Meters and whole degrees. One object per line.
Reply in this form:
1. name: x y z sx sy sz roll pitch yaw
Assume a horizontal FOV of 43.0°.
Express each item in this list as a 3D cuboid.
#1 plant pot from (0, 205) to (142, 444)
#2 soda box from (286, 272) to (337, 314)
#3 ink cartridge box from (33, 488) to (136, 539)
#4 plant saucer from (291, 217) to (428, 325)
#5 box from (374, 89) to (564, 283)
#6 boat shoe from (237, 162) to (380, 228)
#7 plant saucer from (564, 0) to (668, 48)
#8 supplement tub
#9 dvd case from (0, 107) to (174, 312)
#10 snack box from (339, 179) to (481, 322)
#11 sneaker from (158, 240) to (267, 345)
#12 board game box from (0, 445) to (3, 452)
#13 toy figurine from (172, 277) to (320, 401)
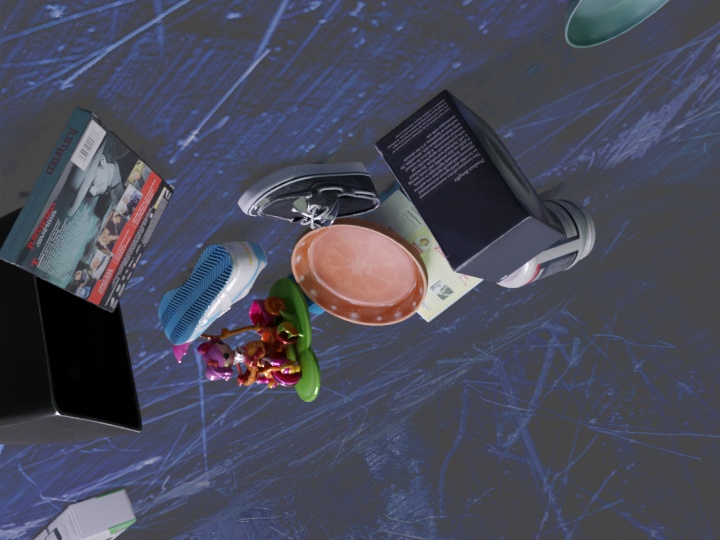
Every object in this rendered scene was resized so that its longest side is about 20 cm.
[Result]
1. plant pot: -0.351 0.079 0.908 0.177 0.200 0.200 -17 164 3
2. soda box: -0.010 -0.014 1.405 0.200 0.064 0.068 -34 162 12
3. ink cartridge box: -0.616 0.579 2.039 0.146 0.084 0.200 -9 153 -49
4. plant saucer: 0.000 0.000 1.308 0.200 0.200 0.032 -48 -164 45
5. box: 0.148 -0.102 1.188 0.123 0.199 0.200 -35 163 18
6. boat shoe: -0.056 -0.084 1.120 0.200 0.068 0.072 -12 155 -45
7. plant saucer: 0.316 -0.342 1.067 0.199 0.036 0.200 -28 164 -9
8. supplement tub: 0.330 -0.056 1.718 0.199 0.141 0.140 -17 159 -36
9. dvd case: -0.247 -0.048 0.857 0.200 0.022 0.146 58 55 -74
10. snack box: 0.077 -0.025 1.332 0.116 0.200 0.037 -39 -155 19
11. sneaker: -0.197 0.034 1.211 0.081 0.077 0.200 -13 158 -50
12. board game box: -0.578 0.244 1.227 0.198 0.043 0.200 -14 157 -40
13. toy figurine: -0.176 0.111 1.319 0.183 0.200 0.150 -4 143 -30
